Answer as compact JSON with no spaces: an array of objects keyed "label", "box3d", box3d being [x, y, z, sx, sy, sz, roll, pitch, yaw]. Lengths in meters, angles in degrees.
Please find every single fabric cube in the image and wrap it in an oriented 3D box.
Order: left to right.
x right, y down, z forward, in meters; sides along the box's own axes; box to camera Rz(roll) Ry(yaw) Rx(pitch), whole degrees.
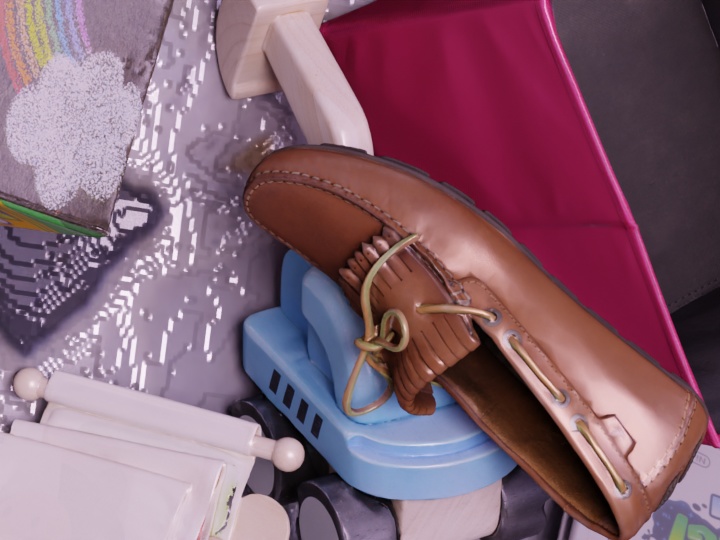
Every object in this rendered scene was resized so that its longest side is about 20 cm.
[{"label":"fabric cube","box3d":[0.135,-0.058,1.207,0.196,0.199,0.201,-28,102,-23]}]

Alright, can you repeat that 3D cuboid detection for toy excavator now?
[{"label":"toy excavator","box3d":[0.000,0.000,1.184,0.099,0.194,0.201,-12,124,-26]}]

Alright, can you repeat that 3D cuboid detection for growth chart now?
[{"label":"growth chart","box3d":[-0.116,0.133,1.133,0.144,0.018,0.201,23,73,16]}]

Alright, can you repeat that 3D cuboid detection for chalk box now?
[{"label":"chalk box","box3d":[-0.187,-0.100,1.061,0.199,0.123,0.125,22,81,-40]}]

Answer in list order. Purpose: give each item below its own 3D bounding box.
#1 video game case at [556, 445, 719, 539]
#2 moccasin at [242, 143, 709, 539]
[{"label":"video game case","box3d":[0.171,0.172,1.264,0.199,0.024,0.183,26,55,-14]},{"label":"moccasin","box3d":[0.035,0.027,1.096,0.201,0.074,0.078,41,62,2]}]
